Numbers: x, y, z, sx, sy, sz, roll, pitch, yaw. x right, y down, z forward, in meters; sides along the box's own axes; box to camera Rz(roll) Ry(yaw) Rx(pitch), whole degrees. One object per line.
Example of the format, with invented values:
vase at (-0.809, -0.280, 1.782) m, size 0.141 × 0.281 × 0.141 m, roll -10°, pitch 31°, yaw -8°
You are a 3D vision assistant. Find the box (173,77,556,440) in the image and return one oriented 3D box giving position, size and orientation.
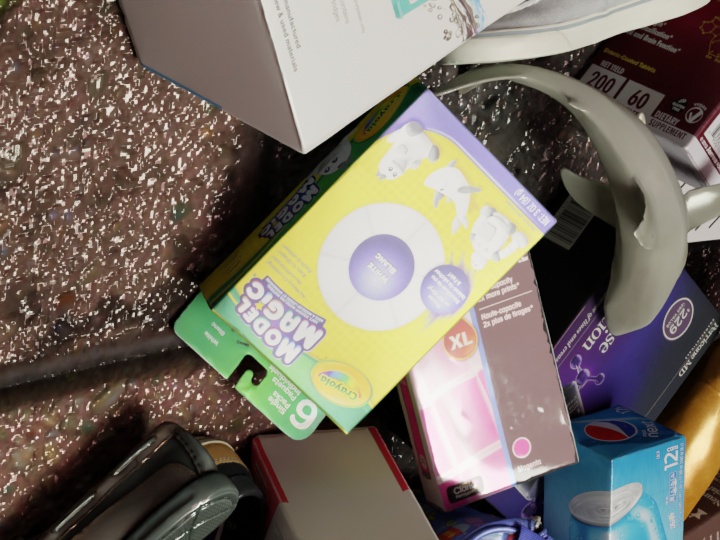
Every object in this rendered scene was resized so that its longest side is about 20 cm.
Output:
box at (0.000, 0.000, 1.268) m, size 0.200 × 0.048 × 0.117 m, roll -45°, pitch 111°, yaw 4°

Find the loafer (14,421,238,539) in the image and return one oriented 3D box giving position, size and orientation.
loafer at (-0.163, 0.163, 1.254) m, size 0.200 × 0.063 × 0.072 m, roll -35°, pitch 159°, yaw -4°

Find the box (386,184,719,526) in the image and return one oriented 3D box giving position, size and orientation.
box at (0.131, 0.066, 1.456) m, size 0.200 × 0.079 × 0.141 m, roll -53°, pitch 140°, yaw -7°

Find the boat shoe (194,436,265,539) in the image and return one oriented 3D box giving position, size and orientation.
boat shoe at (-0.100, 0.198, 1.323) m, size 0.074 × 0.062 × 0.200 m, roll -5°, pitch 117°, yaw -43°

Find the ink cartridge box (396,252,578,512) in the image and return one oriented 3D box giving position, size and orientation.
ink cartridge box at (0.063, 0.036, 1.342) m, size 0.094 × 0.037 × 0.200 m, roll -19°, pitch 101°, yaw -18°

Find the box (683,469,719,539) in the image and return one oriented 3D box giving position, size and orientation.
box at (0.198, 0.188, 1.569) m, size 0.200 × 0.100 × 0.075 m, roll -28°, pitch 128°, yaw -30°

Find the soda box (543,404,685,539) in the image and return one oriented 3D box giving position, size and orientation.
soda box at (0.160, 0.193, 1.425) m, size 0.064 × 0.068 × 0.201 m, roll -14°, pitch 113°, yaw -32°

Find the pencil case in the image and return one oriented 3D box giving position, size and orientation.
pencil case at (0.062, 0.179, 1.365) m, size 0.078 × 0.200 × 0.087 m, roll 38°, pitch 81°, yaw -12°

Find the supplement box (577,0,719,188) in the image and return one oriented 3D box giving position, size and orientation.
supplement box at (0.235, -0.154, 1.405) m, size 0.200 × 0.109 × 0.061 m, roll -52°, pitch 137°, yaw -9°

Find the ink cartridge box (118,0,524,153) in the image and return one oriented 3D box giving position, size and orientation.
ink cartridge box at (-0.014, -0.188, 1.126) m, size 0.200 × 0.147 × 0.146 m, roll -36°, pitch 132°, yaw -24°

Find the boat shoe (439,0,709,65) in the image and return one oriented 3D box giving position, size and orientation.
boat shoe at (0.124, -0.171, 1.332) m, size 0.200 × 0.070 × 0.072 m, roll -20°, pitch 103°, yaw -31°

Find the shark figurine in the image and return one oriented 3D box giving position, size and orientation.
shark figurine at (0.146, -0.053, 1.310) m, size 0.215 × 0.128 × 0.090 m, roll 53°, pitch 28°, yaw -21°

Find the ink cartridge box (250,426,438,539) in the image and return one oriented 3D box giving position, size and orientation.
ink cartridge box at (-0.015, 0.217, 1.339) m, size 0.084 × 0.145 × 0.200 m, roll -4°, pitch 117°, yaw -16°

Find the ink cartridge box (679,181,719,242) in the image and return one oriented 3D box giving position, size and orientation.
ink cartridge box at (0.261, -0.073, 1.521) m, size 0.200 × 0.044 × 0.094 m, roll -7°, pitch 118°, yaw -41°

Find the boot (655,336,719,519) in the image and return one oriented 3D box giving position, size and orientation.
boot at (0.229, 0.092, 1.504) m, size 0.201 × 0.071 × 0.144 m, roll -45°, pitch 167°, yaw -46°
